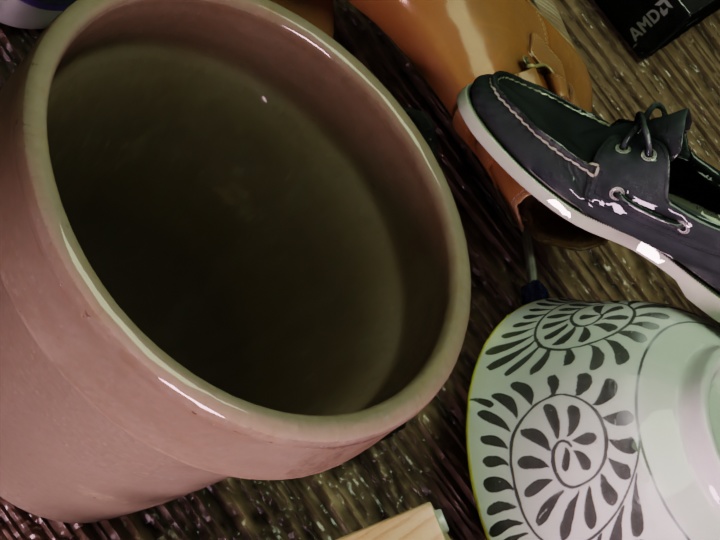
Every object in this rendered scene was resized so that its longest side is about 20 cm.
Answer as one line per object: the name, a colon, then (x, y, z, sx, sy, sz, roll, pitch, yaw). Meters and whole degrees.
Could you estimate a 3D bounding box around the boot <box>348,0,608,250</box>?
boot: (0.053, -0.098, 1.239, 0.199, 0.074, 0.156, 16, 49, -45)

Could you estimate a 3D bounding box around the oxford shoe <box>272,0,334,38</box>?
oxford shoe: (-0.046, -0.093, 1.192, 0.071, 0.071, 0.200, 35, 39, -9)

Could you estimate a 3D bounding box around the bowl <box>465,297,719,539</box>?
bowl: (0.150, 0.090, 1.175, 0.200, 0.094, 0.202, 25, 52, -37)

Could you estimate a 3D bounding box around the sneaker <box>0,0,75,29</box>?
sneaker: (-0.092, -0.202, 1.177, 0.081, 0.146, 0.200, 48, 43, 1)

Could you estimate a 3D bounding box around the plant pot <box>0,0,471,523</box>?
plant pot: (-0.082, 0.015, 1.011, 0.199, 0.175, 0.201, 20, 49, -25)

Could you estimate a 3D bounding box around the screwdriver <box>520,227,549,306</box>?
screwdriver: (0.082, -0.007, 1.266, 0.029, 0.028, 0.201, 43, 33, -49)

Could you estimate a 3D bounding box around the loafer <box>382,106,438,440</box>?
loafer: (0.000, 0.000, 1.175, 0.072, 0.072, 0.201, -2, 40, 9)

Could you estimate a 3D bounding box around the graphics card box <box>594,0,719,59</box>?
graphics card box: (0.141, -0.226, 1.450, 0.200, 0.051, 0.125, 53, 43, 4)

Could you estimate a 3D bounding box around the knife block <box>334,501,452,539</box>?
knife block: (-0.032, 0.164, 1.039, 0.200, 0.174, 0.064, 62, 6, -70)

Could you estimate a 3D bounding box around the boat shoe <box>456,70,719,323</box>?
boat shoe: (0.139, -0.041, 1.171, 0.199, 0.066, 0.075, 37, 29, 0)
